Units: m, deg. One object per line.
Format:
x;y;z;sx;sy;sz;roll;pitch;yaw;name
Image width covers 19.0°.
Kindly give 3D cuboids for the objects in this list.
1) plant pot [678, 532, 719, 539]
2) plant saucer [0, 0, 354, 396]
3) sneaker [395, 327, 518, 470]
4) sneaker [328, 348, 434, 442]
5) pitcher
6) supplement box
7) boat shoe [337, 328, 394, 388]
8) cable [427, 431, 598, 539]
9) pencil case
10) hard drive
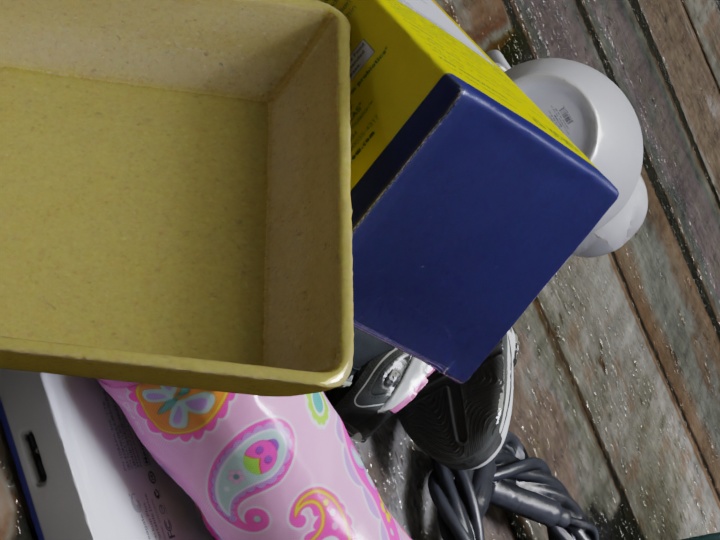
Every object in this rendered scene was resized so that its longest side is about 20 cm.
0.271;0.263;1.437;0.201;0.160;0.201;51;28;-40;plant pot
-0.105;-0.031;0.803;0.049;0.199;0.201;106;-12;-47;plant saucer
0.067;0.051;1.231;0.115;0.075;0.201;50;20;-40;sneaker
0.000;0.000;1.156;0.086;0.080;0.201;27;45;-16;sneaker
0.125;-0.097;1.507;0.172;0.121;0.200;52;6;13;pitcher
-0.002;-0.064;0.926;0.109;0.110;0.200;28;17;-42;supplement box
-0.039;0.012;0.961;0.076;0.060;0.200;49;11;33;boat shoe
0.090;0.170;1.244;0.200;0.051;0.164;2;64;-63;cable
-0.029;0.091;0.881;0.201;0.087;0.088;61;22;-21;pencil case
-0.086;0.069;0.915;0.200;0.025;0.133;-3;73;-68;hard drive
